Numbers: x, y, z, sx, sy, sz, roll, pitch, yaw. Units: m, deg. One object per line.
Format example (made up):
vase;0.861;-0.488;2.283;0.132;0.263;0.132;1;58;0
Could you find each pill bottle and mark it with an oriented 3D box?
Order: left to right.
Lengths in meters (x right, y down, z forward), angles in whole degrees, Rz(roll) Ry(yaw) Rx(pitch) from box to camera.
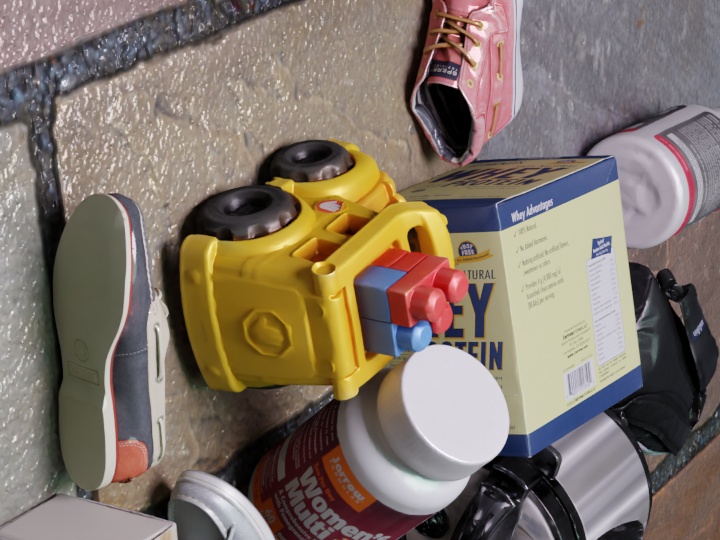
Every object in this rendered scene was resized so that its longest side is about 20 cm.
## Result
pill bottle;0.012;0.136;1.422;0.109;0.200;0.110;19;52;-26
pill bottle;0.300;-0.097;1.896;0.200;0.110;0.111;-25;119;-51

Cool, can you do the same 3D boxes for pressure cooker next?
pressure cooker;0.130;0.209;1.664;0.200;0.178;0.176;-29;104;-50

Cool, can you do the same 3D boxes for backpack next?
backpack;0.250;0.090;1.857;0.167;0.126;0.200;-60;145;-9

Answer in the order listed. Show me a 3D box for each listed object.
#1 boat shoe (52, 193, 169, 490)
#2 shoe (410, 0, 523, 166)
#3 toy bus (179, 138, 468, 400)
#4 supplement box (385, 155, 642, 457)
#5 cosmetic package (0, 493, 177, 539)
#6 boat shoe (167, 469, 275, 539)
boat shoe;-0.153;0.043;1.272;0.062;0.071;0.201;-14;115;-42
shoe;0.083;-0.184;1.576;0.091;0.071;0.200;-51;142;-45
toy bus;0.000;0.000;1.392;0.200;0.192;0.136;-41;129;-46
supplement box;0.116;0.023;1.601;0.200;0.134;0.200;-23;108;-53
cosmetic package;-0.169;0.255;1.280;0.071;0.105;0.201;-29;123;-52
boat shoe;-0.100;0.231;1.408;0.065;0.074;0.202;-49;143;-45
